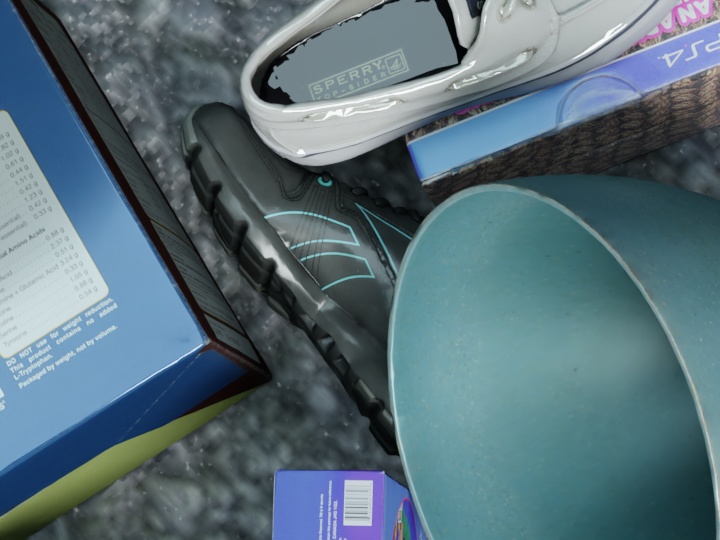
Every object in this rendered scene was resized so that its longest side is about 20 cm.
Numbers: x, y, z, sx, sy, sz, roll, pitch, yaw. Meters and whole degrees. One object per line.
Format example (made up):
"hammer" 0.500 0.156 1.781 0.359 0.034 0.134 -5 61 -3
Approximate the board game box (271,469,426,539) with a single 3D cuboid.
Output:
"board game box" -0.005 0.186 0.969 0.044 0.134 0.202 0 80 9

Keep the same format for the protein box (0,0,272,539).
"protein box" -0.180 0.007 1.027 0.198 0.135 0.201 -32 77 3

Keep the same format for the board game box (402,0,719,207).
"board game box" 0.072 -0.145 1.034 0.158 0.097 0.201 -20 78 5

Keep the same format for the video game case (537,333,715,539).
"video game case" 0.203 0.076 1.006 0.200 0.036 0.182 -39 77 0

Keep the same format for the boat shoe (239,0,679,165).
"boat shoe" 0.043 -0.106 0.947 0.199 0.066 0.072 -21 77 6

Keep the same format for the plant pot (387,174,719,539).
"plant pot" 0.120 0.051 0.926 0.134 0.200 0.201 -16 75 -31

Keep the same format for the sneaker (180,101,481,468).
"sneaker" 0.000 0.000 1.042 0.079 0.075 0.200 -39 85 -11
